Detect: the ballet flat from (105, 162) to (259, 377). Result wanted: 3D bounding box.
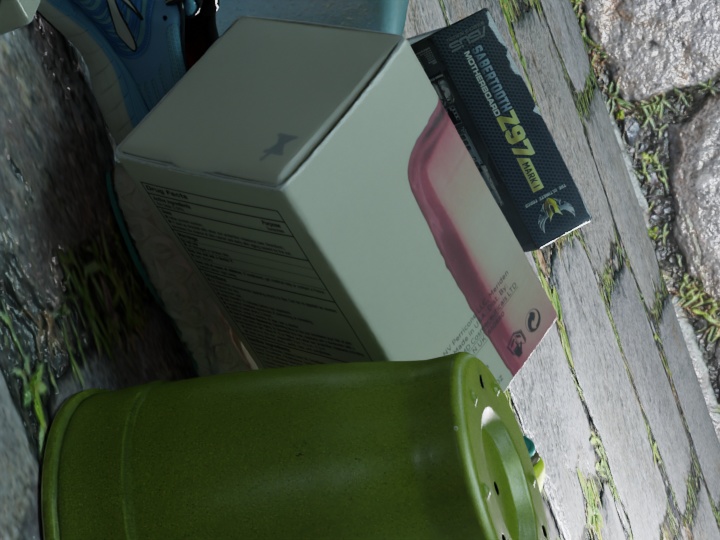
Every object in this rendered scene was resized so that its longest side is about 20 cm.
[{"bbox_3d":[-0.072,0.021,1.221,0.072,0.072,0.200,-66,136,-68],"label":"ballet flat"}]

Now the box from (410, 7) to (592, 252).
[{"bbox_3d":[0.068,-0.084,1.521,0.158,0.051,0.200,64,-18,-3],"label":"box"}]

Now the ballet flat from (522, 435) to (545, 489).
[{"bbox_3d":[0.031,0.154,1.311,0.200,0.067,0.067,-17,120,-36],"label":"ballet flat"}]

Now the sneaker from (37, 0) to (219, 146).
[{"bbox_3d":[-0.115,-0.150,1.160,0.200,0.090,0.078,57,35,-17],"label":"sneaker"}]

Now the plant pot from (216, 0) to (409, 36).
[{"bbox_3d":[-0.060,-0.198,1.294,0.196,0.196,0.200,-77,152,-63],"label":"plant pot"}]

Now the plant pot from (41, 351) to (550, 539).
[{"bbox_3d":[-0.017,0.125,1.046,0.200,0.192,0.201,-18,90,-76],"label":"plant pot"}]

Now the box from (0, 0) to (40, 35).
[{"bbox_3d":[-0.209,-0.195,0.961,0.082,0.068,0.200,-85,153,-55],"label":"box"}]

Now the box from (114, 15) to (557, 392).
[{"bbox_3d":[-0.008,-0.017,1.126,0.109,0.128,0.200,-50,130,-25],"label":"box"}]

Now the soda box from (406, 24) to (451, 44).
[{"bbox_3d":[0.056,-0.158,1.799,0.200,0.064,0.068,-120,-168,-85],"label":"soda box"}]
